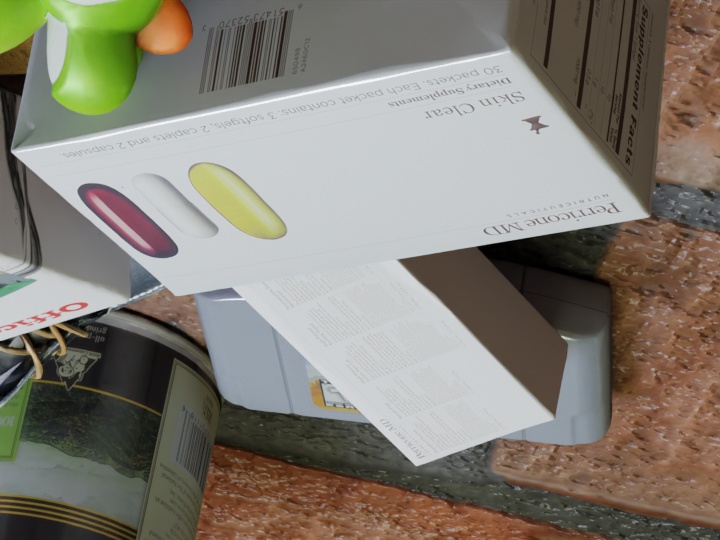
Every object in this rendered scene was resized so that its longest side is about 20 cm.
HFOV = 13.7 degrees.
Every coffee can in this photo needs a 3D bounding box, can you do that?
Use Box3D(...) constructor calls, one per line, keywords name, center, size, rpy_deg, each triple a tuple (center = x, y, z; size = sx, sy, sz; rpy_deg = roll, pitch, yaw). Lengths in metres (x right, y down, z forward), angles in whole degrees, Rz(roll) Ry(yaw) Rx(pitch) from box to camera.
Box3D(name="coffee can", center=(-0.155, 0.136, 1.504), size=(0.145, 0.201, 0.147), rpy_deg=(8, 152, 4))

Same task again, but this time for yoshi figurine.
Box3D(name="yoshi figurine", center=(-0.111, -0.148, 0.965), size=(0.112, 0.112, 0.201), rpy_deg=(18, 118, 34))

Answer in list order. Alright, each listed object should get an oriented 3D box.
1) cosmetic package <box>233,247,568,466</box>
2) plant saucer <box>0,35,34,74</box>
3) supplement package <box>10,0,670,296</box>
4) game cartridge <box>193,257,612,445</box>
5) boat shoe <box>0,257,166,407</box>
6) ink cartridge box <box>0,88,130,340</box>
Box3D(name="cosmetic package", center=(0.000, 0.000, 1.312), size=(0.082, 0.051, 0.200), rpy_deg=(-22, 127, 33))
Box3D(name="plant saucer", center=(-0.163, -0.130, 1.184), size=(0.199, 0.036, 0.201), rpy_deg=(9, 152, 5))
Box3D(name="supplement package", center=(-0.002, -0.095, 1.059), size=(0.199, 0.157, 0.111), rpy_deg=(-10, 147, 30))
Box3D(name="game cartridge", center=(0.021, 0.033, 1.429), size=(0.199, 0.042, 0.133), rpy_deg=(6, 156, 9))
Box3D(name="boat shoe", center=(-0.154, 0.021, 1.404), size=(0.199, 0.091, 0.071), rpy_deg=(-11, 146, 35))
Box3D(name="ink cartridge box", center=(-0.209, -0.024, 1.269), size=(0.145, 0.085, 0.200), rpy_deg=(-16, 161, 26))
